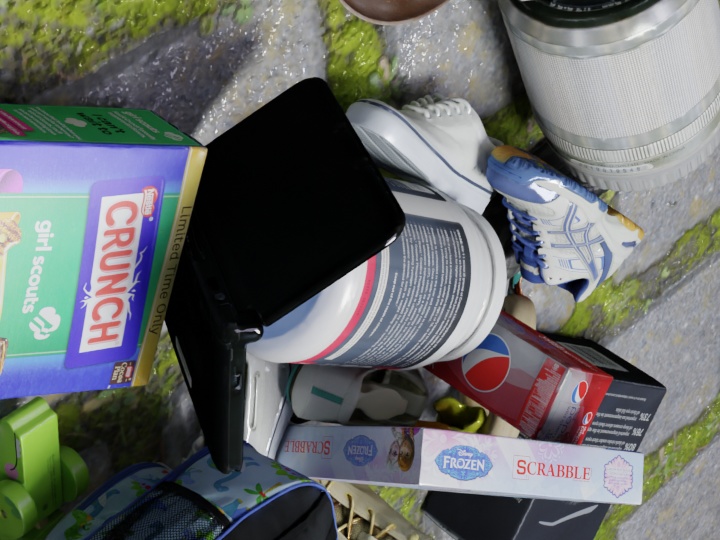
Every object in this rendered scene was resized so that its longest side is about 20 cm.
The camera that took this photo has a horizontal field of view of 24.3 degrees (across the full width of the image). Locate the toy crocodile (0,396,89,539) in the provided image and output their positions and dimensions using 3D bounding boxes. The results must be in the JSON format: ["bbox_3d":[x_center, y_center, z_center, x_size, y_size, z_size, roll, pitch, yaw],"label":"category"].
[{"bbox_3d":[-0.226,0.176,1.146,0.067,0.061,0.201,-39,138,-45],"label":"toy crocodile"}]

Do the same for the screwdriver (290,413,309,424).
[{"bbox_3d":[0.016,0.083,1.374,0.199,0.029,0.028,-21,130,-38],"label":"screwdriver"}]

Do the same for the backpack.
[{"bbox_3d":[-0.116,0.214,1.140,0.200,0.146,0.184,-34,136,-38],"label":"backpack"}]

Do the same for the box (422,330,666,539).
[{"bbox_3d":[0.171,0.166,1.544,0.148,0.104,0.201,13,106,-52],"label":"box"}]

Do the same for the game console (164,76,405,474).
[{"bbox_3d":[-0.057,-0.001,1.068,0.116,0.200,0.177,-6,124,-15],"label":"game console"}]

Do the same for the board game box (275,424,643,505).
[{"bbox_3d":[0.070,0.144,1.239,0.199,0.200,0.041,10,81,-32],"label":"board game box"}]

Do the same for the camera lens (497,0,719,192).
[{"bbox_3d":[0.198,-0.178,1.284,0.160,0.160,0.200,-45,141,-16],"label":"camera lens"}]

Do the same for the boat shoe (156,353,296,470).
[{"bbox_3d":[-0.107,0.145,1.241,0.086,0.074,0.203,5,108,-50],"label":"boat shoe"}]

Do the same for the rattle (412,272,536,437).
[{"bbox_3d":[0.083,0.061,1.420,0.130,0.142,0.201,-62,164,-76],"label":"rattle"}]

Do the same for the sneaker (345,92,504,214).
[{"bbox_3d":[0.050,-0.102,1.257,0.200,0.073,0.071,27,85,-62],"label":"sneaker"}]

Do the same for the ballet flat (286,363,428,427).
[{"bbox_3d":[0.014,0.098,1.290,0.200,0.069,0.070,8,110,-64],"label":"ballet flat"}]

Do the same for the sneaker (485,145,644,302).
[{"bbox_3d":[0.152,-0.030,1.319,0.200,0.075,0.088,29,99,-48],"label":"sneaker"}]

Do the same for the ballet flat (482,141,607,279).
[{"bbox_3d":[0.159,-0.061,1.412,0.200,0.066,0.057,-38,152,-15],"label":"ballet flat"}]

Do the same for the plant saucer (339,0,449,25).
[{"bbox_3d":[0.034,-0.268,1.141,0.200,0.034,0.201,-29,134,-35],"label":"plant saucer"}]

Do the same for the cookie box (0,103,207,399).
[{"bbox_3d":[-0.208,-0.012,1.001,0.199,0.075,0.172,-3,118,-41],"label":"cookie box"}]

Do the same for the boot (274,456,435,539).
[{"bbox_3d":[-0.004,0.207,1.332,0.073,0.155,0.200,-51,142,-8],"label":"boot"}]

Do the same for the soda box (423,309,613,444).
[{"bbox_3d":[0.095,0.062,1.304,0.070,0.200,0.064,14,105,-51],"label":"soda box"}]

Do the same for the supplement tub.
[{"bbox_3d":[0.000,0.000,1.203,0.199,0.140,0.141,8,109,-50],"label":"supplement tub"}]
